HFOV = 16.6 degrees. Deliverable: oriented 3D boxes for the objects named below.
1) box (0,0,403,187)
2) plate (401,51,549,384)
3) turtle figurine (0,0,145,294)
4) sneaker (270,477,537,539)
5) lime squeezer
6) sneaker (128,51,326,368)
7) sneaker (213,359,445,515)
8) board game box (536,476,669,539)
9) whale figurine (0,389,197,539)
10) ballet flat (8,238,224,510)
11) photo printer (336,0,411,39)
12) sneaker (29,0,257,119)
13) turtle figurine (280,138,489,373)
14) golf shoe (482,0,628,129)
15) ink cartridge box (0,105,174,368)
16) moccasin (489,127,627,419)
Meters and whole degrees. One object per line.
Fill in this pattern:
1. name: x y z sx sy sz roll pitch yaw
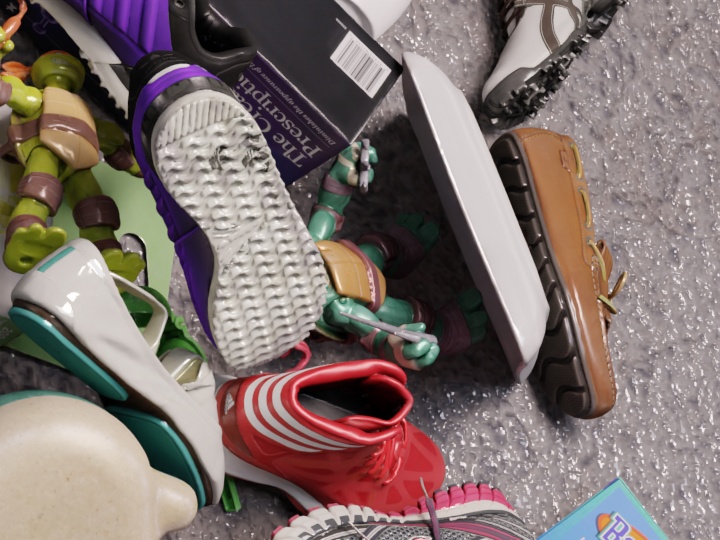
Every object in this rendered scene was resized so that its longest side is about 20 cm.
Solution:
1. box: -0.097 -0.140 1.472 0.200 0.141 0.079 43 54 -13
2. plate: 0.075 -0.032 1.532 0.032 0.200 0.200 -21 83 0
3. turtle figurine: -0.174 -0.070 1.370 0.200 0.064 0.161 33 38 -43
4. sneaker: 0.018 0.178 1.434 0.200 0.081 0.075 -13 39 -25
5. lime squeezer: -0.115 0.054 1.418 0.200 0.038 0.071 51 25 -35
6. sneaker: -0.079 -0.040 1.346 0.069 0.200 0.100 -26 43 -12
7. sneaker: 0.006 0.104 1.442 0.200 0.115 0.078 15 71 -45
8. board game box: 0.139 0.238 1.528 0.200 0.045 0.152 -29 76 -40
9. whale figurine: -0.163 0.157 1.338 0.159 0.104 0.200 -32 114 -13
10. ballet flat: -0.117 0.055 1.347 0.200 0.069 0.070 54 44 -41
11. photo printer: -0.038 -0.248 1.606 0.200 0.069 0.167 36 54 -19
12. sneaker: -0.131 -0.172 1.356 0.200 0.099 0.070 49 27 -24
13. turtle figurine: 0.000 0.000 1.480 0.200 0.101 0.150 13 59 -63
14. golf shoe: 0.119 -0.177 1.701 0.094 0.078 0.200 36 50 3
15. ink cartridge box: -0.188 -0.024 1.419 0.200 0.048 0.146 20 60 -26
16. moccasin: 0.139 0.001 1.636 0.078 0.074 0.202 0 61 -28
